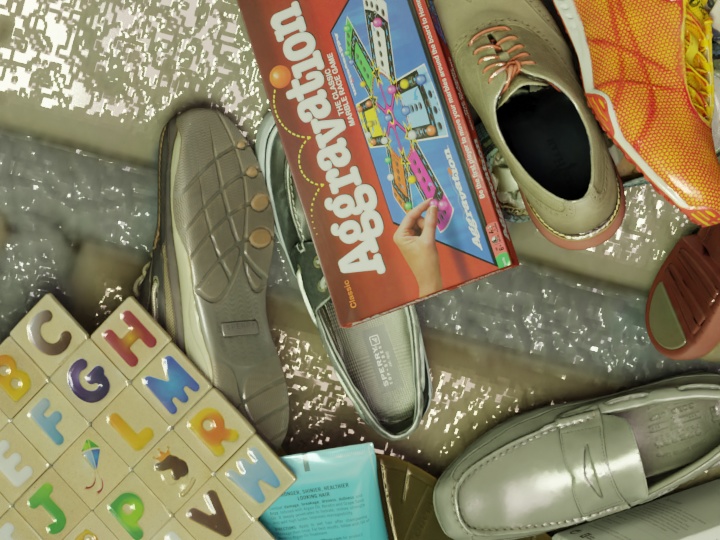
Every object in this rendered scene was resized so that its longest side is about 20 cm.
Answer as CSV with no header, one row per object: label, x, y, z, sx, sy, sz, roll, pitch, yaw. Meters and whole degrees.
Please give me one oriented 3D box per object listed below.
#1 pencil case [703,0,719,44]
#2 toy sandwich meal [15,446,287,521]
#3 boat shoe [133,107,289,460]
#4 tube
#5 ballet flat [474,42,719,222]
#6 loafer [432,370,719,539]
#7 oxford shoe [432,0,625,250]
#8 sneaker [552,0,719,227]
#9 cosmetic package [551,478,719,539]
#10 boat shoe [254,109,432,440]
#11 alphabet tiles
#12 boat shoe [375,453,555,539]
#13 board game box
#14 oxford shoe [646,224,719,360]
pencil case,0.272,-0.144,1.569,0.200,0.090,0.078,18,135,-12
toy sandwich meal,-0.116,0.166,1.575,0.205,0.070,0.206,-2,103,-7
boat shoe,-0.093,0.012,1.537,0.074,0.073,0.200,5,78,-50
tube,-0.010,0.170,1.553,0.077,0.050,0.200,-13,132,4
ballet flat,0.149,-0.072,1.569,0.200,0.074,0.074,-21,106,-4
loafer,0.136,0.104,1.586,0.200,0.070,0.070,-22,97,-19
oxford shoe,0.085,-0.109,1.510,0.070,0.075,0.200,-31,73,-1
sneaker,0.158,-0.114,1.503,0.077,0.200,0.073,-31,151,21
cosmetic package,0.222,0.177,1.613,0.200,0.085,0.108,-18,103,-17
boat shoe,0.000,0.000,1.557,0.072,0.071,0.200,-23,103,-3
alphabet tiles,-0.134,0.118,1.510,0.200,0.006,0.166,47,107,6
boat shoe,0.056,0.170,1.621,0.201,0.063,0.073,32,75,-22
board game box,0.007,-0.080,1.510,0.103,0.019,0.200,-21,81,18
oxford shoe,0.241,-0.029,1.575,0.075,0.071,0.200,11,129,-37
